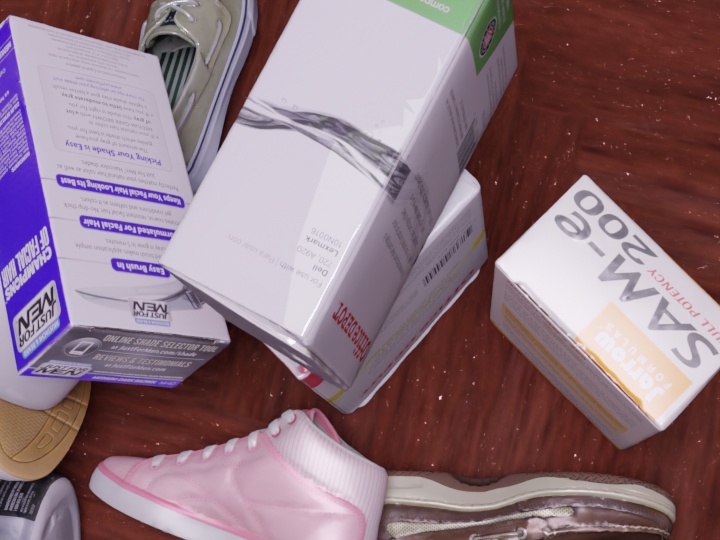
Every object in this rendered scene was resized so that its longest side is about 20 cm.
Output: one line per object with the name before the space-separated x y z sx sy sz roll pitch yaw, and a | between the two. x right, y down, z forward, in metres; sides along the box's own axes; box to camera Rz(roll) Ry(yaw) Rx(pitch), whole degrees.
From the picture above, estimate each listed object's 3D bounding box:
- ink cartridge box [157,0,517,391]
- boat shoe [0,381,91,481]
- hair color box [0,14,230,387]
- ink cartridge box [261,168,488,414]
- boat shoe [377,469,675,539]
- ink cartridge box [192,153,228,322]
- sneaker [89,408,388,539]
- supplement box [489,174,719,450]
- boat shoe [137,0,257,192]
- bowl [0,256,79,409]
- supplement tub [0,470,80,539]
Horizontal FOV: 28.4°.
ink cartridge box | -0.003 -0.056 0.693 0.084 0.146 0.201 27 82 13
boat shoe | -0.217 0.053 0.910 0.069 0.071 0.202 -31 42 31
hair color box | -0.154 -0.038 0.817 0.065 0.109 0.202 -38 58 35
ink cartridge box | 0.000 0.000 0.859 0.083 0.200 0.145 42 85 13
boat shoe | 0.094 0.170 0.884 0.200 0.075 0.076 -2 64 15
ink cartridge box | -0.070 -0.039 0.930 0.200 0.039 0.099 -48 47 -5
sneaker | -0.071 0.128 0.891 0.198 0.075 0.106 16 82 26
supplement box | 0.144 0.033 0.841 0.074 0.200 0.126 -44 80 -4
boat shoe | -0.114 -0.149 0.947 0.071 0.062 0.202 0 69 15
bowl | -0.223 -0.039 0.858 0.199 0.074 0.201 33 40 -25
supplement tub | -0.284 0.180 0.888 0.197 0.123 0.124 3 80 6
